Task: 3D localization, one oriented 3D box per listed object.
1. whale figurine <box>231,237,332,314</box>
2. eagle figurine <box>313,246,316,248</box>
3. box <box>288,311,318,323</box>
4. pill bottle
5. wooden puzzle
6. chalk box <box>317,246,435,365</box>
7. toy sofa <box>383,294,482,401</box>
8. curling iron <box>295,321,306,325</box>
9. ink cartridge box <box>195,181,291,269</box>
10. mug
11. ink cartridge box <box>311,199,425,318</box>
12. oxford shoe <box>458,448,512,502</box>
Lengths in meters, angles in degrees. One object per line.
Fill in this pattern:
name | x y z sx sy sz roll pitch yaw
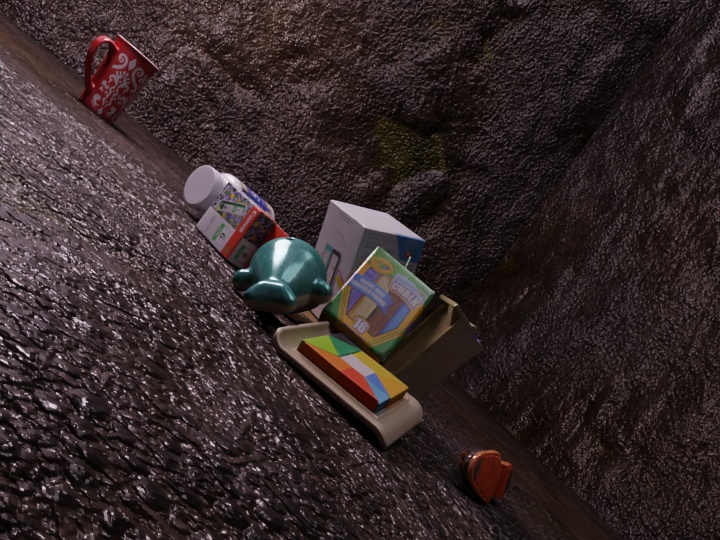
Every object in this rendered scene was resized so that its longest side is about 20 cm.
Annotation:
whale figurine | -0.115 0.008 0.981 0.154 0.107 0.200 9 9 4
eagle figurine | -0.092 0.009 1.702 0.152 0.194 0.156 -47 128 -58
box | -0.100 0.086 1.223 0.199 0.021 0.163 40 0 -17
pill bottle | -0.288 -0.139 1.440 0.119 0.121 0.199 39 0 36
wooden puzzle | -0.007 0.138 0.878 0.199 0.038 0.184 41 12 16
chalk box | 0.032 0.063 1.068 0.123 0.200 0.126 38 -31 9
toy sofa | 0.108 0.146 1.141 0.098 0.199 0.083 52 -5 -15
curling iron | -0.048 0.130 0.956 0.049 0.026 0.200 36 3 -38
ink cartridge box | -0.216 -0.070 1.210 0.199 0.110 0.050 40 2 41
mug | -0.676 -0.525 1.781 0.176 0.202 0.133 37 1 -34
ink cartridge box | 0.000 0.000 1.237 0.143 0.205 0.146 8 19 -35
oxford shoe | 0.176 0.305 1.000 0.071 0.073 0.200 16 -16 28
